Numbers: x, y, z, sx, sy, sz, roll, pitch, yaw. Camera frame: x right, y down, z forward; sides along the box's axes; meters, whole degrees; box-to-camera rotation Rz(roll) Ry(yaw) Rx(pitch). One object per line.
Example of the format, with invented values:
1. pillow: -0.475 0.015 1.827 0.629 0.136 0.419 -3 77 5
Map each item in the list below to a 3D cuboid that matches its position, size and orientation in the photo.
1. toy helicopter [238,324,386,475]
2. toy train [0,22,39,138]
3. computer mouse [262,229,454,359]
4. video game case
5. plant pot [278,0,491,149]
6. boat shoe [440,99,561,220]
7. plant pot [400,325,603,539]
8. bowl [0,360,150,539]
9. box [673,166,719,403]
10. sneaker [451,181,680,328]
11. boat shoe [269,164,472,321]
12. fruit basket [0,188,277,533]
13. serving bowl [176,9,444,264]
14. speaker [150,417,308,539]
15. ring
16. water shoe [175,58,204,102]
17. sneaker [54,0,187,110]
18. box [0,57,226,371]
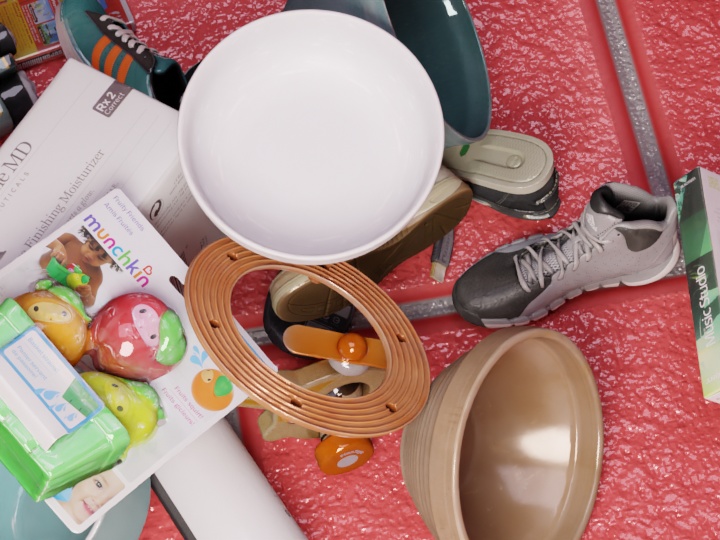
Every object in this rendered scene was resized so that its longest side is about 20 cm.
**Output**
1. toy helicopter: -0.047 0.088 1.509 0.200 0.132 0.079 8 49 -42
2. toy train: -0.377 -0.137 1.712 0.200 0.085 0.114 -30 90 -16
3. computer mouse: 0.000 0.000 1.653 0.140 0.046 0.200 19 64 -6
4. video game case: -0.323 -0.245 1.814 0.200 0.017 0.143 -20 61 -9
5. plant pot: 0.005 -0.178 1.627 0.134 0.200 0.201 -20 57 24
6. boat shoe: 0.083 -0.095 1.691 0.200 0.068 0.072 24 72 32
7. plant pot: 0.095 0.140 1.501 0.093 0.201 0.201 4 55 39
8. bowl: -0.240 0.171 1.501 0.200 0.105 0.201 -12 63 24
9. box: 0.326 0.025 1.585 0.144 0.036 0.200 17 53 -30
10. sneaker: 0.169 -0.025 1.614 0.200 0.116 0.075 -18 61 -8
11. boat shoe: -0.001 -0.029 1.604 0.200 0.072 0.065 -34 65 -23
12. fruit basket: -0.185 0.058 1.395 0.200 0.094 0.185 -38 83 -23
13. serving bowl: -0.038 -0.093 1.491 0.200 0.066 0.200 1 72 -3
14. speaker: -0.120 0.163 1.537 0.081 0.081 0.200 -30 64 -14
15. ring: -0.040 0.049 1.443 0.200 0.019 0.201 22 36 -17
16. water shoe: -0.070 -0.191 1.739 0.200 0.079 0.072 -15 61 -7
17. sneaker: -0.195 -0.174 1.724 0.080 0.071 0.200 -38 69 20
18. box: -0.219 -0.022 1.575 0.131 0.200 0.199 27 67 16
